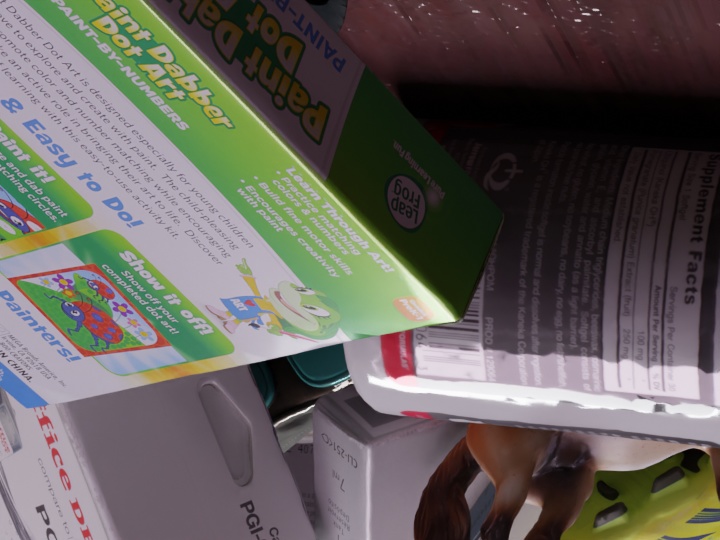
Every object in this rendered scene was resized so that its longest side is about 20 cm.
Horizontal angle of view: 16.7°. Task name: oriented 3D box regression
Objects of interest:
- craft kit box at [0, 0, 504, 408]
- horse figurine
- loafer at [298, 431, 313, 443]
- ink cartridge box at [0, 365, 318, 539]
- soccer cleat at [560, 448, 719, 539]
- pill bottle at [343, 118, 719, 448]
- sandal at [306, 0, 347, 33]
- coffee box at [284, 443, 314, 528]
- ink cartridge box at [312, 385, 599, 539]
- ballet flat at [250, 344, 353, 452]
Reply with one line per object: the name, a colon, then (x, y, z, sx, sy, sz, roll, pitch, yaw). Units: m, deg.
craft kit box: (-0.094, -0.046, 0.696, 0.197, 0.049, 0.200, -10, 134, 45)
horse figurine: (0.101, 0.070, 0.921, 0.200, 0.133, 0.050, -20, 135, 3)
loafer: (-0.065, 0.033, 1.154, 0.200, 0.073, 0.071, 13, 166, -16)
ink cartridge box: (-0.110, 0.091, 1.034, 0.085, 0.146, 0.200, -21, 177, -30)
soccer cleat: (0.166, 0.082, 0.997, 0.200, 0.084, 0.065, -29, -156, -22)
pill bottle: (0.102, 0.006, 0.868, 0.200, 0.111, 0.111, 5, 165, 18)
sandal: (-0.029, -0.093, 0.693, 0.075, 0.048, 0.200, 8, 165, 4)
coffee box: (-0.004, 0.158, 1.346, 0.200, 0.200, 0.198, 3, 165, 25)
ink cartridge box: (0.074, 0.107, 1.026, 0.200, 0.176, 0.045, -17, -145, -27)
ballet flat: (-0.025, 0.038, 1.093, 0.200, 0.067, 0.064, -36, 160, 29)
